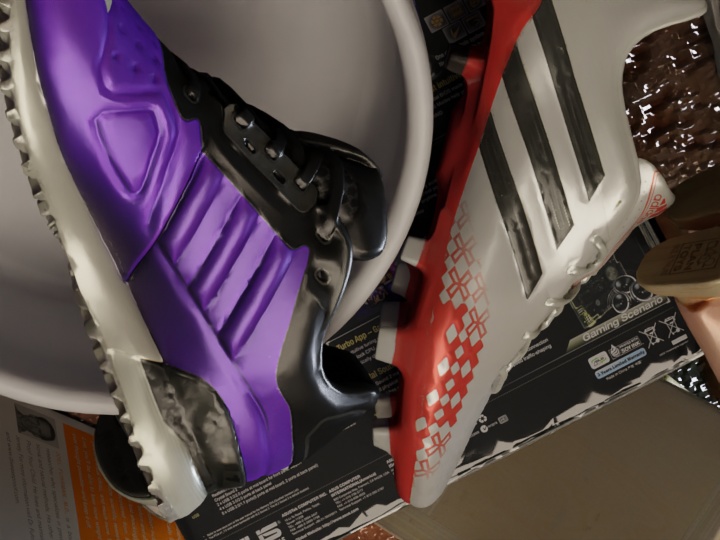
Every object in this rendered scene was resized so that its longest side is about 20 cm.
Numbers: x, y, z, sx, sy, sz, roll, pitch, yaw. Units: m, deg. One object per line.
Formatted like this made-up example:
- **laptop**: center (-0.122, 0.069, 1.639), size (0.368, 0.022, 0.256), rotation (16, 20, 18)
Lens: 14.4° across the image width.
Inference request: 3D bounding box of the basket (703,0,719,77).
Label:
- **basket**: center (0.240, -0.069, 0.994), size (0.200, 0.161, 0.198), rotation (-22, 133, 1)

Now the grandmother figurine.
- **grandmother figurine**: center (0.158, 0.064, 0.974), size (0.061, 0.121, 0.200), rotation (-5, 128, 39)

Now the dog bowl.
- **dog bowl**: center (-0.078, -0.060, 0.914), size (0.200, 0.079, 0.200), rotation (-1, 114, -2)

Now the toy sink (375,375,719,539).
- **toy sink**: center (0.106, 0.098, 1.120), size (0.130, 0.200, 0.112), rotation (36, 84, -39)

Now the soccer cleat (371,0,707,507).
- **soccer cleat**: center (0.057, -0.012, 0.942), size (0.085, 0.069, 0.200), rotation (14, 98, -1)

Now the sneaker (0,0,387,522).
- **sneaker**: center (-0.046, -0.028, 0.854), size (0.099, 0.070, 0.200), rotation (-18, 115, -2)

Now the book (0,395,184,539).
- **book**: center (-0.089, 0.124, 1.085), size (0.200, 0.134, 0.048), rotation (30, 118, -35)

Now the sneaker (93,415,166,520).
- **sneaker**: center (0.002, 0.037, 1.086), size (0.200, 0.074, 0.089), rotation (-28, 148, 10)

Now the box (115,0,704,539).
- **box**: center (0.000, 0.000, 1.003), size (0.200, 0.044, 0.160), rotation (-28, 97, 9)
